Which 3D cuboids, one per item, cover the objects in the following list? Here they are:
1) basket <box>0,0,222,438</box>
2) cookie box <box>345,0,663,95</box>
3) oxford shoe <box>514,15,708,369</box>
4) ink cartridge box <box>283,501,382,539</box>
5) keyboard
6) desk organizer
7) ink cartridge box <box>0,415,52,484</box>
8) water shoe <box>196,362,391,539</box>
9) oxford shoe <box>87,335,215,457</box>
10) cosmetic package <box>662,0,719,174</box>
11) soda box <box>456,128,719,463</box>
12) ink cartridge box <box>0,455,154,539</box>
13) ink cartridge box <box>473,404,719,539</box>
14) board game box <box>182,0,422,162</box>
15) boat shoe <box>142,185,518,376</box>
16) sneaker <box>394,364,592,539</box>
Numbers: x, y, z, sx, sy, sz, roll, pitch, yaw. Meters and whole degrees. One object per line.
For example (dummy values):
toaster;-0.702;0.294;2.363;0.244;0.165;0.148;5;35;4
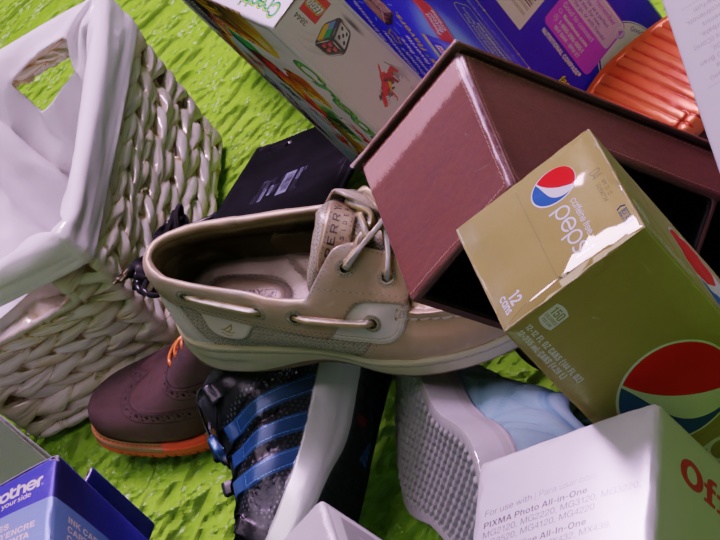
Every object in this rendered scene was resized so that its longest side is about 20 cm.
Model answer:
basket;-0.160;-0.027;1.431;0.135;0.123;0.201;-26;38;26
cookie box;0.055;-0.122;1.255;0.075;0.171;0.200;-50;33;-12
oxford shoe;0.131;-0.041;1.166;0.200;0.073;0.071;-51;37;1
ink cartridge box;-0.037;0.201;0.888;0.176;0.045;0.200;-49;26;14
keyboard;-0.057;-0.030;1.344;0.126;0.021;0.200;-20;16;17
desk organizer;0.102;-0.013;1.042;0.072;0.199;0.077;-49;42;30
ink cartridge box;-0.256;0.163;1.368;0.146;0.084;0.201;9;60;51
water shoe;-0.038;0.080;1.195;0.078;0.072;0.201;10;69;19
oxford shoe;-0.069;0.036;1.308;0.199;0.073;0.071;-23;39;31
cosmetic package;0.188;-0.057;1.038;0.071;0.101;0.201;-29;59;26
soda box;0.122;0.042;0.974;0.064;0.200;0.068;-38;36;11
ink cartridge box;-0.124;0.180;1.155;0.076;0.137;0.201;-29;37;19
ink cartridge box;0.106;0.169;0.905;0.083;0.145;0.201;-24;39;33
board game box;0.002;-0.079;1.237;0.035;0.200;0.126;-51;33;-6
boat shoe;0.000;0.000;1.131;0.199;0.065;0.072;-5;53;26
sneaker;0.065;0.079;1.138;0.200;0.081;0.074;-123;36;-70
